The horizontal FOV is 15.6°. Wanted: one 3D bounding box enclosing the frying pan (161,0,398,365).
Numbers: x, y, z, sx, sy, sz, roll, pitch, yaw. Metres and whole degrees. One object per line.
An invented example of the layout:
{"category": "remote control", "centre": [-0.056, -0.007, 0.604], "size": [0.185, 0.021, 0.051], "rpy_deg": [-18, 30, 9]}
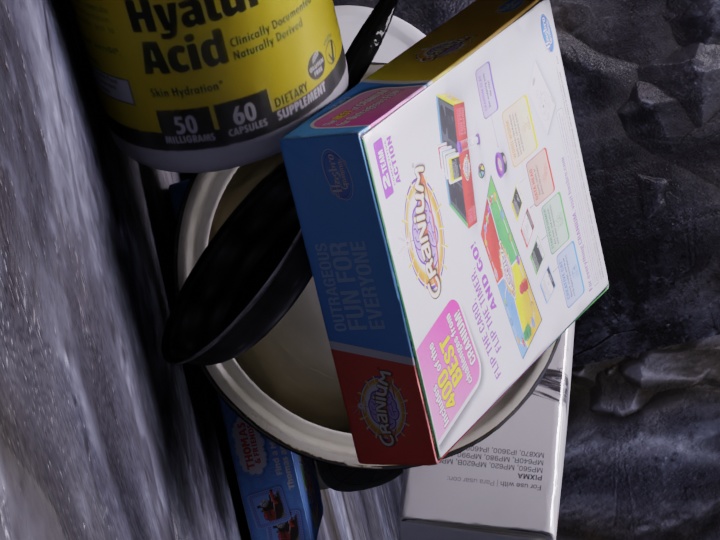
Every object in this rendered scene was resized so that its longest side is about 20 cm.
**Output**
{"category": "frying pan", "centre": [-0.035, -0.031, 1.178], "size": [0.031, 0.115, 0.190], "rpy_deg": [37, 52, -17]}

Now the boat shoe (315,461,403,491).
{"category": "boat shoe", "centre": [-0.008, 0.036, 1.430], "size": [0.202, 0.074, 0.065], "rpy_deg": [81, -8, -46]}

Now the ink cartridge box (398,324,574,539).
{"category": "ink cartridge box", "centre": [0.071, 0.079, 1.425], "size": [0.144, 0.084, 0.200], "rpy_deg": [87, 9, -61]}

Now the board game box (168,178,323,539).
{"category": "board game box", "centre": [-0.059, 0.047, 1.413], "size": [0.151, 0.037, 0.200], "rpy_deg": [-60, 136, -88]}

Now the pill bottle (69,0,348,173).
{"category": "pill bottle", "centre": [-0.077, -0.151, 1.107], "size": [0.111, 0.111, 0.200], "rpy_deg": [-100, 176, -58]}

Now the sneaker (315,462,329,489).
{"category": "sneaker", "centre": [-0.029, 0.062, 1.635], "size": [0.079, 0.075, 0.200], "rpy_deg": [81, 0, -48]}

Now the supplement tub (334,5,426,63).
{"category": "supplement tub", "centre": [-0.017, -0.049, 1.538], "size": [0.200, 0.122, 0.123], "rpy_deg": [104, -20, -51]}

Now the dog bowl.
{"category": "dog bowl", "centre": [0.000, 0.000, 1.309], "size": [0.074, 0.200, 0.200], "rpy_deg": [160, -83, -77]}

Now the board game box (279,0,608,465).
{"category": "board game box", "centre": [0.044, -0.023, 1.177], "size": [0.200, 0.040, 0.153], "rpy_deg": [-39, 121, -54]}
